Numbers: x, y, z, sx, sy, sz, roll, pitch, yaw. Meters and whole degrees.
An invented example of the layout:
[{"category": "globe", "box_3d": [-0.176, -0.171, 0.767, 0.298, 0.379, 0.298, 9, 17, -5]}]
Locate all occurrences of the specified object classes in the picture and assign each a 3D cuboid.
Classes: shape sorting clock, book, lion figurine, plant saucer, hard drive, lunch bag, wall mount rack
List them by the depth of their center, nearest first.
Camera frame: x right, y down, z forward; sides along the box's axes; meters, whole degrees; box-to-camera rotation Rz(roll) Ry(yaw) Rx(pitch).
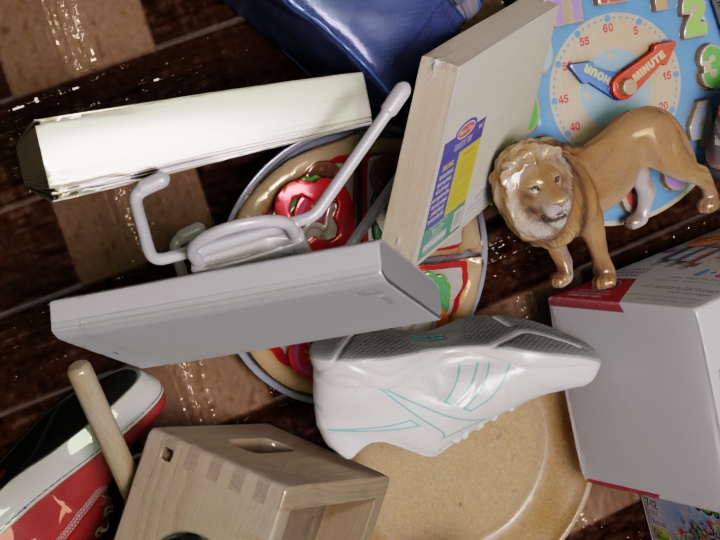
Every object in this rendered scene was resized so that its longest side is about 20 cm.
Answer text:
[{"category": "hard drive", "box_3d": [-0.064, 0.023, 0.940, 0.200, 0.132, 0.026, -10, 75, 16]}, {"category": "wall mount rack", "box_3d": [-0.040, -0.036, 0.952, 0.173, 0.200, 0.075, -16, 76, 1]}, {"category": "book", "box_3d": [-0.108, -0.088, 0.988, 0.200, 0.134, 0.048, -14, 97, -16]}, {"category": "lunch bag", "box_3d": [-0.008, -0.203, 1.008, 0.200, 0.136, 0.132, 40, 83, -19]}, {"category": "lion figurine", "box_3d": [0.168, -0.065, 1.081, 0.200, 0.072, 0.123, -37, 119, -35]}, {"category": "plant saucer", "box_3d": [0.072, 0.134, 1.115, 0.200, 0.035, 0.201, -5, 105, -21]}, {"category": "shape sorting clock", "box_3d": [0.184, -0.131, 1.133, 0.200, 0.039, 0.201, -2, 96, -18]}]

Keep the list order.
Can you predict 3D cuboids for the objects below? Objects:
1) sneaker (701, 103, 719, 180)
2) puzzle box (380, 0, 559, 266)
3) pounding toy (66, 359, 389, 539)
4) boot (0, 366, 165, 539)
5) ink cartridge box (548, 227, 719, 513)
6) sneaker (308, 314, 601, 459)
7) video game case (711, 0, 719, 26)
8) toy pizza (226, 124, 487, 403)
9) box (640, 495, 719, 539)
[{"category": "sneaker", "box_3d": [0.326, -0.110, 1.178, 0.200, 0.082, 0.077, -10, 54, -33]}, {"category": "puzzle box", "box_3d": [0.072, -0.093, 1.003, 0.025, 0.200, 0.133, 21, 116, 17]}, {"category": "pounding toy", "box_3d": [-0.099, 0.167, 0.985, 0.142, 0.200, 0.184, 20, 94, 24]}, {"category": "boot", "box_3d": [-0.174, 0.170, 1.029, 0.200, 0.072, 0.144, -44, 110, -4]}, {"category": "ink cartridge box", "box_3d": [0.262, 0.058, 1.101, 0.200, 0.145, 0.145, -20, 103, -33]}, {"category": "sneaker", "box_3d": [0.062, 0.077, 1.045, 0.200, 0.070, 0.080, -4, 109, -14]}, {"category": "video game case", "box_3d": [0.318, -0.285, 1.160, 0.200, 0.022, 0.183, -28, 104, -23]}, {"category": "toy pizza", "box_3d": [0.000, 0.000, 1.071, 0.200, 0.032, 0.201, -6, 107, -21]}, {"category": "box", "box_3d": [0.264, 0.191, 1.109, 0.035, 0.200, 0.110, -19, 101, -16]}]
